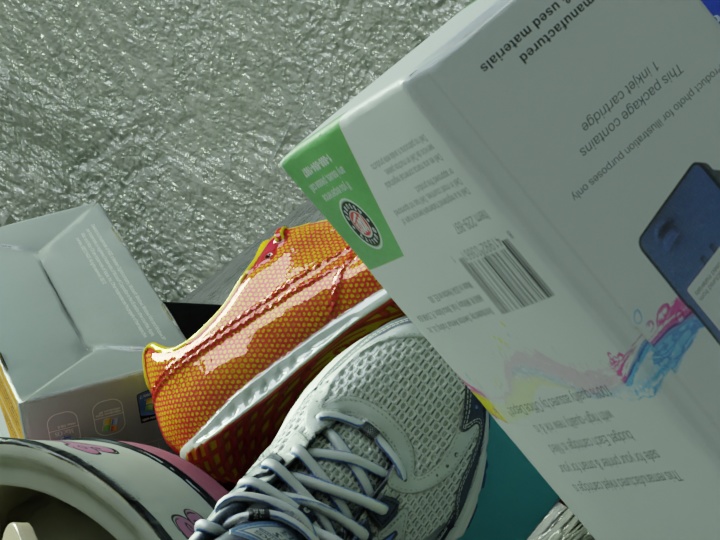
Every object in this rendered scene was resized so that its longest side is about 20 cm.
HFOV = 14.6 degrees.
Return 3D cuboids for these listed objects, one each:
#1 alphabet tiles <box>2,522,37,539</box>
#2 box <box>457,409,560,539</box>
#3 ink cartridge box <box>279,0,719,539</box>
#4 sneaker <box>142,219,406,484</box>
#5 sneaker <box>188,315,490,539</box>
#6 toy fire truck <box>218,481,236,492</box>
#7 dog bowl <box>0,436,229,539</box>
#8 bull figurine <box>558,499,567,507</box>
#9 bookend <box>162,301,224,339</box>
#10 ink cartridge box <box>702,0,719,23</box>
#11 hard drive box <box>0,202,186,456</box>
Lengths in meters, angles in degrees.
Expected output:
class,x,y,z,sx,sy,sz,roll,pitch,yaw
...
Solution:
class,x,y,z,sx,sy,sz,roll,pitch,yaw
alphabet tiles,-0.120,0.197,0.980,0.200,0.015,0.196,-124,42,-54
box,0.057,0.043,1.035,0.200,0.049,0.082,-55,21,33
ink cartridge box,0.085,0.009,0.825,0.087,0.200,0.145,-40,4,-17
sneaker,0.000,0.000,1.087,0.200,0.077,0.073,-33,-31,2
sneaker,-0.020,0.098,0.948,0.200,0.077,0.085,-55,-10,-11
toy fire truck,0.019,0.086,1.256,0.200,0.112,0.168,-42,30,-3
dog bowl,-0.102,0.154,1.077,0.200,0.200,0.074,-37,-13,36
bull figurine,0.136,0.013,1.083,0.200,0.065,0.121,-54,10,-12
bookend,-0.061,0.116,1.407,0.200,0.199,0.092,2,-2,-11
ink cartridge box,0.155,-0.094,1.180,0.094,0.044,0.200,-36,-9,-13
hard drive box,-0.114,0.096,1.232,0.077,0.200,0.156,-15,29,-13
